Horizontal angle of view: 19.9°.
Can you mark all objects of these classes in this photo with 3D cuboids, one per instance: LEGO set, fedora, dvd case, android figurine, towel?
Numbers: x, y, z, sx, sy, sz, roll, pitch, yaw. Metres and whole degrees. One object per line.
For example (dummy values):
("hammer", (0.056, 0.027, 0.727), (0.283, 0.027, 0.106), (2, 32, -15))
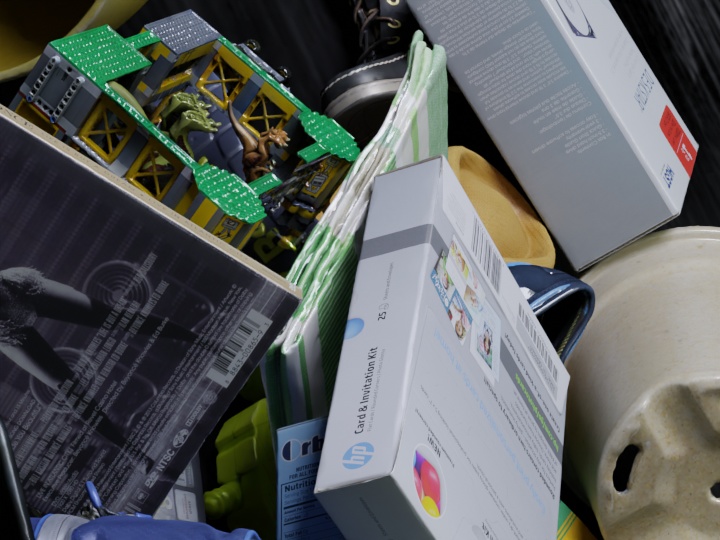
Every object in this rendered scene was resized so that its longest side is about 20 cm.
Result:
("LEGO set", (-0.099, -0.036, 0.973), (0.153, 0.116, 0.200), (37, 24, -2))
("fedora", (0.055, -0.011, 1.194), (0.200, 0.082, 0.201), (36, 29, -24))
("dvd case", (-0.147, 0.017, 0.871), (0.199, 0.149, 0.016), (31, 18, -13))
("android figurine", (-0.009, 0.119, 1.099), (0.199, 0.041, 0.183), (-21, 82, -53))
("towel", (0.000, 0.000, 1.023), (0.023, 0.153, 0.201), (16, 57, 15))

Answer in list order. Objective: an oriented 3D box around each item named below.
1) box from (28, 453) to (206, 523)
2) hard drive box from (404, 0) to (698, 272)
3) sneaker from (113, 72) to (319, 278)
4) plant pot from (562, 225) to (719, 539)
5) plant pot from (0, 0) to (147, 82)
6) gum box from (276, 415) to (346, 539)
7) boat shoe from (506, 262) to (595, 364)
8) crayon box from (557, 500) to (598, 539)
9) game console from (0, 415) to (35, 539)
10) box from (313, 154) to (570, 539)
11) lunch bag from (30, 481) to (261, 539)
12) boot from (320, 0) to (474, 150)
("box", (-0.155, 0.055, 0.982), (0.160, 0.049, 0.201), (19, 51, -40))
("hard drive box", (0.121, -0.121, 1.266), (0.201, 0.076, 0.156), (57, 21, -10))
("sneaker", (-0.074, -0.033, 1.108), (0.201, 0.074, 0.082), (55, -6, 27))
("plant pot", (0.197, 0.094, 1.158), (0.201, 0.200, 0.184), (50, 13, -8))
("plant pot", (-0.162, -0.197, 1.050), (0.201, 0.199, 0.142), (62, 25, 7))
("gum box", (0.021, 0.188, 0.903), (0.170, 0.044, 0.201), (43, 38, -49))
("boat shoe", (0.056, 0.069, 1.072), (0.084, 0.068, 0.201), (48, 59, -35))
("crayon box", (0.109, 0.210, 1.116), (0.200, 0.058, 0.119), (46, 40, -34))
("game console", (-0.197, 0.169, 0.739), (0.117, 0.200, 0.176), (50, 40, -7))
("box", (0.044, 0.071, 0.926), (0.156, 0.041, 0.201), (57, 27, -35))
("lunch bag", (-0.104, 0.187, 0.837), (0.136, 0.131, 0.202), (74, 16, -73))
("boot", (0.011, -0.160, 1.282), (0.200, 0.073, 0.151), (-18, 79, -56))
